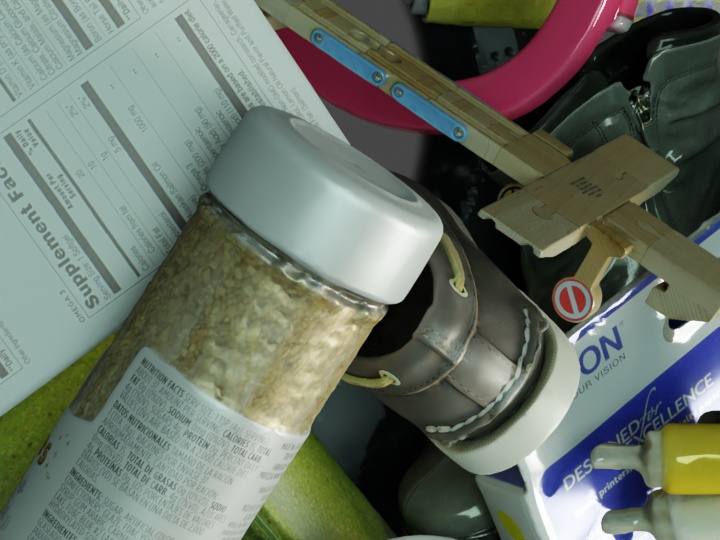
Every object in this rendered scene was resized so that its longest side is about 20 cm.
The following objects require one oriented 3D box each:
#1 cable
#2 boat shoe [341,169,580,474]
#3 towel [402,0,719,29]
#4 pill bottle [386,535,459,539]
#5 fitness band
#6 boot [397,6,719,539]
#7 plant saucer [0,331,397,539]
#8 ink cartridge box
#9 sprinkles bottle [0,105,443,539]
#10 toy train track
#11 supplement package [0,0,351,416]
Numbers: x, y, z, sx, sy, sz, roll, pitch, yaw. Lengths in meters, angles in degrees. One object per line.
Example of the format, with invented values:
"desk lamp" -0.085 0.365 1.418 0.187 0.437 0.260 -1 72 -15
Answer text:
"cable" 0.179 0.067 0.739 0.097 0.199 0.050 53 37 -50
"boat shoe" 0.000 0.000 0.757 0.059 0.200 0.072 39 92 -32
"towel" 0.110 -0.162 0.863 0.199 0.023 0.144 1 95 -14
"pill bottle" 0.033 0.177 0.783 0.111 0.111 0.200 -29 142 -10
"fitness band" 0.035 -0.147 0.803 0.143 0.037 0.201 10 92 21
"boot" 0.069 0.000 0.830 0.200 0.068 0.131 -40 122 -15
"plant saucer" -0.080 0.133 0.787 0.200 0.048 0.200 -42 131 -7
"ink cartridge box" 0.135 0.054 0.826 0.197 0.047 0.200 -36 125 -20
"sprinkles bottle" -0.055 0.051 0.675 0.068 0.068 0.200 30 100 -15
"toy train track" 0.032 -0.037 0.740 0.200 0.115 0.033 36 118 16
"supplement package" -0.137 -0.043 0.743 0.200 0.152 0.151 -37 103 -9
